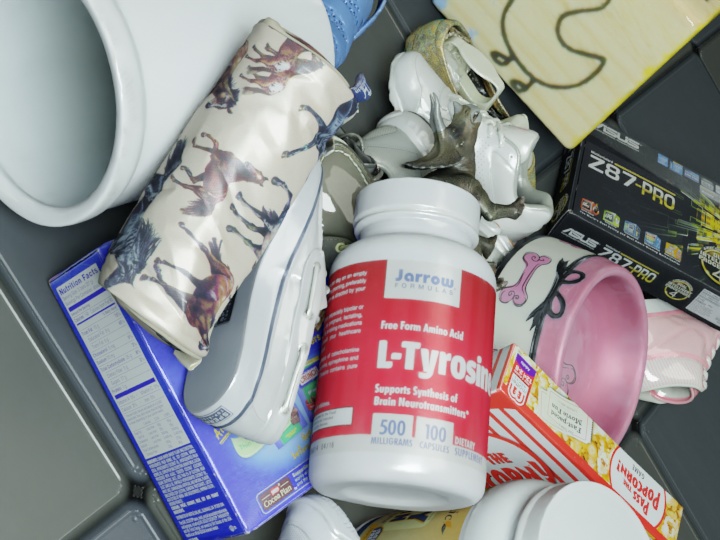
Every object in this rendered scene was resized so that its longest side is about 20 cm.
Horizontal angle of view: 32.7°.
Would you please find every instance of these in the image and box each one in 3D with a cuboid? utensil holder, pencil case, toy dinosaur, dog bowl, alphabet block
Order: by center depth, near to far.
[{"bbox_3d":[-0.075,-0.044,0.722,0.089,0.078,0.200,37,80,-34],"label":"pencil case"},{"bbox_3d":[-0.139,-0.132,0.803,0.200,0.170,0.170,-22,87,-49],"label":"utensil holder"},{"bbox_3d":[0.065,-0.032,0.936,0.102,0.077,0.200,25,55,-10],"label":"toy dinosaur"},{"bbox_3d":[0.169,0.074,1.005,0.200,0.074,0.200,-14,108,-52],"label":"dog bowl"},{"bbox_3d":[0.226,-0.272,1.166,0.200,0.195,0.196,47,46,3],"label":"alphabet block"}]

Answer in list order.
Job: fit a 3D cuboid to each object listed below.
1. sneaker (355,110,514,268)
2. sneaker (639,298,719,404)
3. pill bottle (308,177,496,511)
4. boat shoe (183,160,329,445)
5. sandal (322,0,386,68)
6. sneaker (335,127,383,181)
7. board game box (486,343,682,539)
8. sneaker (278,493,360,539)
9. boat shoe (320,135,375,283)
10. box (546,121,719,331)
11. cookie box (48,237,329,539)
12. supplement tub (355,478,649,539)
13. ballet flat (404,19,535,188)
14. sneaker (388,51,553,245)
[{"bbox_3d":[0.053,-0.030,1.012,0.092,0.076,0.200,-35,89,-39],"label":"sneaker"},{"bbox_3d":[0.318,0.077,1.201,0.200,0.075,0.105,-6,71,-37],"label":"sneaker"},{"bbox_3d":[0.030,0.048,0.796,0.112,0.112,0.200,20,65,-36],"label":"pill bottle"},{"bbox_3d":[-0.055,0.014,0.780,0.065,0.074,0.200,35,59,-33],"label":"boat shoe"},{"bbox_3d":[-0.027,-0.201,0.944,0.079,0.087,0.200,46,19,-13],"label":"sandal"},{"bbox_3d":[-0.017,-0.049,0.937,0.077,0.082,0.200,-25,89,-47],"label":"sneaker"},{"bbox_3d":[0.119,0.152,0.924,0.200,0.151,0.046,43,47,-20],"label":"board game box"},{"bbox_3d":[-0.056,0.240,0.755,0.115,0.075,0.200,7,81,-41],"label":"sneaker"},{"bbox_3d":[0.003,-0.001,0.891,0.072,0.060,0.202,-20,106,-18],"label":"boat shoe"},{"bbox_3d":[0.285,-0.048,1.192,0.200,0.049,0.161,28,43,-6],"label":"box"},{"bbox_3d":[-0.086,0.055,0.828,0.171,0.075,0.200,-29,92,-46],"label":"cookie box"},{"bbox_3d":[0.086,0.221,0.824,0.144,0.200,0.144,20,58,-37],"label":"supplement tub"},{"bbox_3d":[0.115,-0.141,1.117,0.200,0.071,0.071,56,44,-9],"label":"ballet flat"},{"bbox_3d":[0.102,-0.113,1.062,0.200,0.099,0.078,56,30,-13],"label":"sneaker"}]
